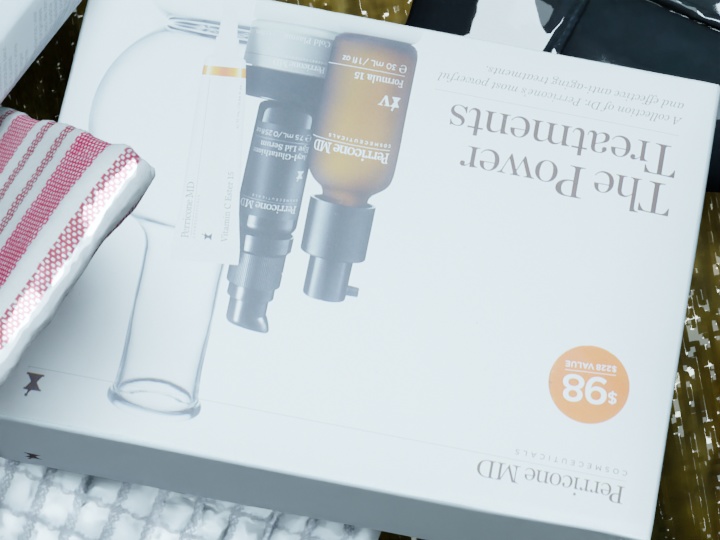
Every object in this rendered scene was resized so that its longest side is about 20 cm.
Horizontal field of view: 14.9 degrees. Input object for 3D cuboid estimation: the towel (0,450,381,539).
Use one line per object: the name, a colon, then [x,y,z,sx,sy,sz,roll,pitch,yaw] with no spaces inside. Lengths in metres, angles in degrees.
towel: [-0.103,0.136,0.879,0.165,0.086,0.200,20,80,-6]

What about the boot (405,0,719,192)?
boot: [0.081,-0.020,0.927,0.200,0.076,0.168,28,80,-6]

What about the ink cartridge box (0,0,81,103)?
ink cartridge box: [-0.192,-0.095,0.799,0.199,0.041,0.200,25,51,7]

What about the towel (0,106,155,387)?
towel: [-0.136,0.017,0.813,0.030,0.200,0.146,37,81,-26]

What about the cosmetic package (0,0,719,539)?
cosmetic package: [0.000,0.000,0.842,0.200,0.052,0.151,10,72,2]
